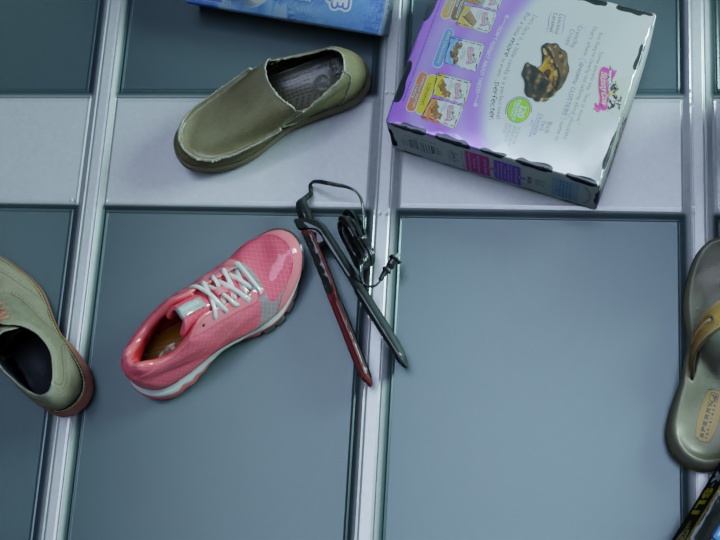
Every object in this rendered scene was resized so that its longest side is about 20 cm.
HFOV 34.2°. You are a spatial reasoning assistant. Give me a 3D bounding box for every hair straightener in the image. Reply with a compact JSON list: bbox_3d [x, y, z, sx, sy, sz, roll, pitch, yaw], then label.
[{"bbox_3d":[0.000,0.000,1.054,0.076,0.041,0.201,-24,69,1],"label":"hair straightener"}]

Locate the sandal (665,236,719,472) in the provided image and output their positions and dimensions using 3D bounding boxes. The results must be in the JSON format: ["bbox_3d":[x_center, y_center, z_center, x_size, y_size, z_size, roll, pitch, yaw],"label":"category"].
[{"bbox_3d":[0.303,0.068,0.978,0.080,0.054,0.202,13,77,11],"label":"sandal"}]

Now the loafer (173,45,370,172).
[{"bbox_3d":[-0.088,-0.159,1.089,0.199,0.067,0.076,-28,73,0],"label":"loafer"}]

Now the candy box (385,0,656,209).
[{"bbox_3d":[0.145,-0.168,1.056,0.199,0.072,0.169,19,78,13],"label":"candy box"}]

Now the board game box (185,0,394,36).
[{"bbox_3d":[-0.055,-0.337,1.106,0.197,0.043,0.202,11,102,10],"label":"board game box"}]

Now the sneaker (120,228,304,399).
[{"bbox_3d":[-0.128,0.037,1.032,0.200,0.087,0.074,-43,75,-4],"label":"sneaker"}]

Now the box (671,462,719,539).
[{"bbox_3d":[0.354,0.203,0.928,0.159,0.049,0.201,35,82,7],"label":"box"}]

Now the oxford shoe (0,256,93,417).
[{"bbox_3d":[-0.318,0.044,1.064,0.070,0.075,0.200,-45,73,-4],"label":"oxford shoe"}]
